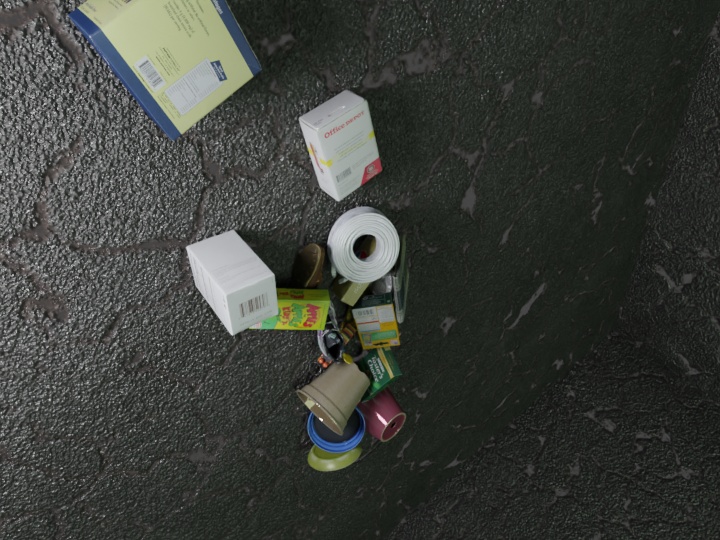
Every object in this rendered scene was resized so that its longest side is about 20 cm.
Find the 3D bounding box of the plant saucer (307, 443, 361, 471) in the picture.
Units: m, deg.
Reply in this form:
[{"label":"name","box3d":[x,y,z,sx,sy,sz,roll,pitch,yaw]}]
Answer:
[{"label":"plant saucer","box3d":[-0.094,0.637,1.861,0.198,0.199,0.032,-20,108,-32]}]

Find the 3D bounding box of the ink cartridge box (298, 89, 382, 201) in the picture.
[{"label":"ink cartridge box","box3d":[-0.042,-0.289,1.212,0.144,0.083,0.201,-36,140,-17]}]

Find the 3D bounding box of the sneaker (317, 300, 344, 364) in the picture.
[{"label":"sneaker","box3d":[-0.085,0.163,1.457,0.077,0.140,0.203,-21,107,-12]}]

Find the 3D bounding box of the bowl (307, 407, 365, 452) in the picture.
[{"label":"bowl","box3d":[-0.083,0.528,1.797,0.197,0.039,0.204,0,106,-1]}]

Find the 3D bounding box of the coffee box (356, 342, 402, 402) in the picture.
[{"label":"coffee box","box3d":[0.046,0.338,1.737,0.044,0.124,0.200,-1,147,-40]}]

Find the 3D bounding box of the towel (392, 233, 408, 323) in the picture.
[{"label":"towel","box3d":[0.118,0.021,1.579,0.202,0.034,0.194,-77,163,-45]}]

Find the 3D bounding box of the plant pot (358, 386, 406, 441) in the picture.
[{"label":"plant pot","box3d":[0.059,0.504,1.880,0.199,0.178,0.202,-30,140,-29]}]

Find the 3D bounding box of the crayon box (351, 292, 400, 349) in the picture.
[{"label":"crayon box","box3d":[0.049,0.157,1.605,0.124,0.052,0.202,-8,135,6]}]

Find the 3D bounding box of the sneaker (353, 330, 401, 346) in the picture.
[{"label":"sneaker","box3d":[0.048,0.235,1.755,0.198,0.079,0.096,-2,134,-42]}]

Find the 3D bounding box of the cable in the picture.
[{"label":"cable","box3d":[0.008,-0.067,1.405,0.197,0.069,0.203,-15,112,-11]}]

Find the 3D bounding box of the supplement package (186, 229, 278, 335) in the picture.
[{"label":"supplement package","box3d":[-0.279,0.021,1.142,0.116,0.200,0.119,-24,136,-28]}]

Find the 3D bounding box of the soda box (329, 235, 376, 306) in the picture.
[{"label":"soda box","box3d":[0.000,0.000,1.510,0.201,0.064,0.067,-54,142,5]}]

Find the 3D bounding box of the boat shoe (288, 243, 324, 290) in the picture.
[{"label":"boat shoe","box3d":[-0.136,0.012,1.387,0.067,0.072,0.202,-11,135,-45]}]

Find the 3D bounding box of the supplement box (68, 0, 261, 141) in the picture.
[{"label":"supplement box","box3d":[-0.306,-0.367,0.846,0.199,0.134,0.201,-42,141,-9]}]

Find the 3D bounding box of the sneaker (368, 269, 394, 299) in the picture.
[{"label":"sneaker","box3d":[0.077,0.054,1.621,0.099,0.077,0.202,-42,156,-38]}]

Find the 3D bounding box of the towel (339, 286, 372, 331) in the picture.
[{"label":"towel","box3d":[-0.006,0.107,1.634,0.085,0.018,0.202,-5,124,-49]}]

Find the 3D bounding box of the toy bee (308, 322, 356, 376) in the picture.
[{"label":"toy bee","box3d":[-0.083,0.253,1.582,0.109,0.129,0.203,-46,155,-82]}]

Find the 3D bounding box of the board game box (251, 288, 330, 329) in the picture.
[{"label":"board game box","box3d":[-0.185,0.100,1.354,0.197,0.048,0.103,3,127,-15]}]

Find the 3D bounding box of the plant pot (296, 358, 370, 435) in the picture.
[{"label":"plant pot","box3d":[-0.072,0.388,1.679,0.184,0.199,0.202,-45,143,-22]}]
